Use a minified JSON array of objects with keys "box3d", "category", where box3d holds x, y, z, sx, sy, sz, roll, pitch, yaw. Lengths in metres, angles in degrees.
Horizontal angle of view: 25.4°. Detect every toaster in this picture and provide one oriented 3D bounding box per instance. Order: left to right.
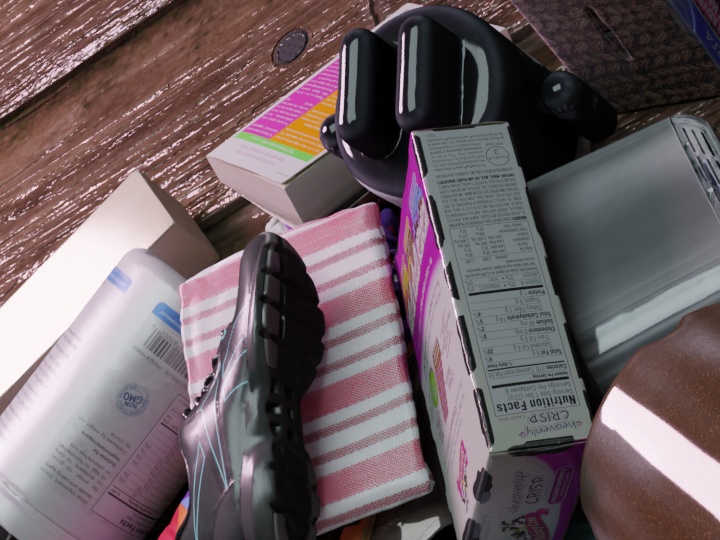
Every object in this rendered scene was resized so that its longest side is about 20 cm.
[{"box3d":[0.171,0.008,0.892,0.129,0.114,0.201,-31,43,16],"category":"toaster"}]

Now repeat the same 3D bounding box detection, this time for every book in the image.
[{"box3d":[-0.001,-0.117,1.140,0.200,0.048,0.133,-39,33,-15],"category":"book"}]

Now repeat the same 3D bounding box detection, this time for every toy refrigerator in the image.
[{"box3d":[-0.208,0.027,1.239,0.200,0.070,0.076,-45,48,5],"category":"toy refrigerator"}]

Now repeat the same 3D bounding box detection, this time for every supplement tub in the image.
[{"box3d":[-0.165,0.098,1.100,0.200,0.132,0.132,-52,41,-4],"category":"supplement tub"}]

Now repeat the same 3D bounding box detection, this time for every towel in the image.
[{"box3d":[-0.035,0.067,0.969,0.145,0.030,0.201,-22,59,19],"category":"towel"}]

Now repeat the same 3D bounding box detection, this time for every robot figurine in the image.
[{"box3d":[0.063,-0.090,0.990,0.150,0.200,0.125,40,99,36],"category":"robot figurine"}]

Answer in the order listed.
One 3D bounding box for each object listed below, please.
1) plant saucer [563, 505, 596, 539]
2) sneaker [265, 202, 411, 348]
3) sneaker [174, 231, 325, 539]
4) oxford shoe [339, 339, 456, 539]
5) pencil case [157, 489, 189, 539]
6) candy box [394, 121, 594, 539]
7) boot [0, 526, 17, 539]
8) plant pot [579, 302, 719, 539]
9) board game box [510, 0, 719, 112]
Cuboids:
[{"box3d":[0.118,0.211,0.850,0.199,0.027,0.201,-22,48,26],"category":"plant saucer"},{"box3d":[0.000,0.000,1.074,0.083,0.081,0.200,-38,41,3],"category":"sneaker"},{"box3d":[-0.069,0.073,0.922,0.079,0.075,0.202,-11,63,27],"category":"sneaker"},{"box3d":[0.042,0.129,0.954,0.072,0.071,0.202,4,71,32],"category":"oxford shoe"},{"box3d":[-0.086,0.172,1.009,0.088,0.088,0.201,28,83,48],"category":"pencil case"},{"box3d":[0.069,0.039,0.873,0.060,0.137,0.201,-6,58,-7],"category":"candy box"},{"box3d":[-0.334,0.243,1.182,0.180,0.073,0.202,-8,61,20],"category":"boot"},{"box3d":[0.214,0.119,0.720,0.201,0.200,0.198,-49,35,-1],"category":"plant pot"},{"box3d":[0.180,-0.233,1.029,0.096,0.159,0.201,-6,56,38],"category":"board game box"}]
